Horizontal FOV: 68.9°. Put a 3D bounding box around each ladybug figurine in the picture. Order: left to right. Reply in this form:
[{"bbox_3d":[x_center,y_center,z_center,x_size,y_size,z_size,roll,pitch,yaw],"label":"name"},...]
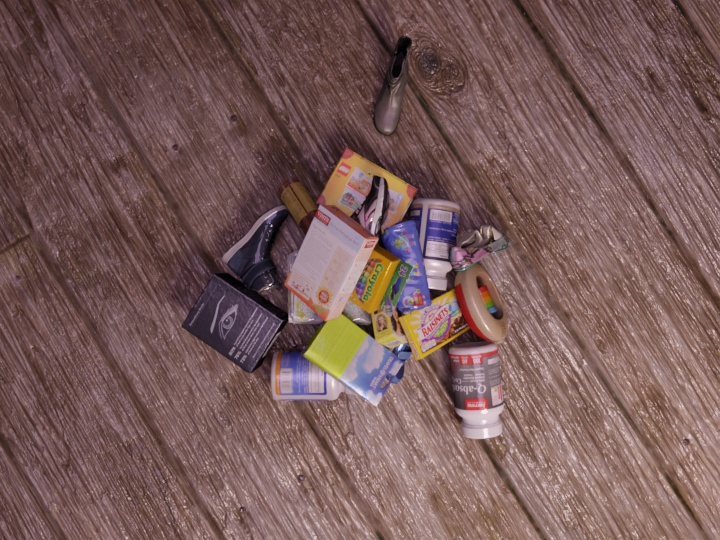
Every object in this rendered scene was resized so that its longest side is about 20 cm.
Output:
[{"bbox_3d":[0.277,0.078,1.223,0.071,0.135,0.203,-30,73,37],"label":"ladybug figurine"}]

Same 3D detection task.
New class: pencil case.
[{"bbox_3d":[0.099,-0.007,1.152,0.085,0.078,0.204,-10,86,3],"label":"pencil case"}]

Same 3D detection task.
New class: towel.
[{"bbox_3d":[-0.073,0.040,1.222,0.196,0.048,0.175,2,72,-14],"label":"towel"}]

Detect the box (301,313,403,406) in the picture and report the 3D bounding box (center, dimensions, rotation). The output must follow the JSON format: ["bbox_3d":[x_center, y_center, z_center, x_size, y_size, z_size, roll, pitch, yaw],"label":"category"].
[{"bbox_3d":[-0.017,0.192,1.158,0.199,0.048,0.123,38,76,-10],"label":"box"}]

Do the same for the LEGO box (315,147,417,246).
[{"bbox_3d":[0.014,-0.172,1.251,0.198,0.077,0.151,30,89,2],"label":"LEGO box"}]

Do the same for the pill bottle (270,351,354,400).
[{"bbox_3d":[-0.104,0.245,1.223,0.196,0.112,0.114,0,88,0],"label":"pill bottle"}]

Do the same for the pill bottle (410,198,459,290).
[{"bbox_3d":[0.165,-0.059,1.226,0.113,0.116,0.204,7,89,1],"label":"pill bottle"}]

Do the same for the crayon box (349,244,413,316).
[{"bbox_3d":[0.000,0.000,1.128,0.198,0.051,0.127,31,111,21],"label":"crayon box"}]

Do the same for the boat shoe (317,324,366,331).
[{"bbox_3d":[-0.056,0.131,1.251,0.200,0.061,0.072,38,88,2],"label":"boat shoe"}]

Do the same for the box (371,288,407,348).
[{"bbox_3d":[0.055,0.069,1.199,0.050,0.075,0.203,-24,60,24],"label":"box"}]

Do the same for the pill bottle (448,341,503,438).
[{"bbox_3d":[0.270,0.273,1.214,0.114,0.116,0.204,-7,88,1],"label":"pill bottle"}]

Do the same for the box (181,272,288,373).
[{"bbox_3d":[-0.288,0.118,1.231,0.198,0.104,0.149,34,92,2],"label":"box"}]

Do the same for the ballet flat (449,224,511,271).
[{"bbox_3d":[0.278,-0.062,1.208,0.198,0.069,0.072,-23,108,-32],"label":"ballet flat"}]

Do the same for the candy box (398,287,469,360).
[{"bbox_3d":[0.180,0.118,1.212,0.198,0.026,0.104,-23,86,-36],"label":"candy box"}]

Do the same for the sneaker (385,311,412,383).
[{"bbox_3d":[0.098,0.166,1.229,0.081,0.073,0.204,5,90,34],"label":"sneaker"}]

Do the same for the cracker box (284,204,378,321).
[{"bbox_3d":[-0.064,-0.017,1.097,0.133,0.057,0.202,38,114,25],"label":"cracker box"}]

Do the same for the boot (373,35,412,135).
[{"bbox_3d":[0.074,-0.432,1.232,0.066,0.131,0.204,13,88,2],"label":"boot"}]

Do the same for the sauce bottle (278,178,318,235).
[{"bbox_3d":[-0.122,-0.124,1.234,0.065,0.066,0.202,-32,71,0],"label":"sauce bottle"}]

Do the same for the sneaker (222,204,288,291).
[{"bbox_3d":[-0.214,-0.042,1.243,0.202,0.077,0.147,-44,77,9],"label":"sneaker"}]

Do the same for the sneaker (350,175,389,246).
[{"bbox_3d":[0.011,-0.118,1.174,0.085,0.080,0.204,10,85,11],"label":"sneaker"}]
